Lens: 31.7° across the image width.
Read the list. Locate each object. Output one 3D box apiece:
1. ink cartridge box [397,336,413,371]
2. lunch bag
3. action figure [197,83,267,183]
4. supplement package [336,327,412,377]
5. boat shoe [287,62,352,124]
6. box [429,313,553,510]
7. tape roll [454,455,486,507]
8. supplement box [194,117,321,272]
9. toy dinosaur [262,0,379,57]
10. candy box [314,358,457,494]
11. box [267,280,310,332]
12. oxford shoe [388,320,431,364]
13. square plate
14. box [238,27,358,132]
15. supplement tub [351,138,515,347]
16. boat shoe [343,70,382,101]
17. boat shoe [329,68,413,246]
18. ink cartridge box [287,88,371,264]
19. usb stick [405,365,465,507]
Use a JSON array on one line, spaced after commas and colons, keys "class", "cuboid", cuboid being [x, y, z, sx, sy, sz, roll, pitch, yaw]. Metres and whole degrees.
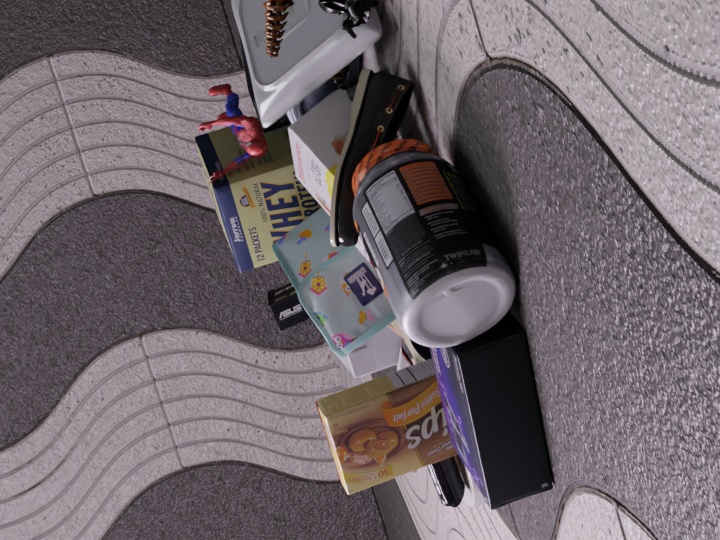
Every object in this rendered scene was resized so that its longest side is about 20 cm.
[{"class": "ink cartridge box", "cuboid": [0.073, 0.146, 1.797, 0.161, 0.050, 0.201, 21, -102, -88]}, {"class": "lunch bag", "cuboid": [0.000, 0.000, 1.629, 0.122, 0.170, 0.200, 49, -172, -43]}, {"class": "action figure", "cuboid": [-0.186, -0.186, 1.710, 0.200, 0.099, 0.065, 47, 160, 58]}, {"class": "supplement package", "cuboid": [0.013, 0.078, 1.972, 0.200, 0.119, 0.122, -149, 40, -80]}, {"class": "boat shoe", "cuboid": [-0.039, -0.254, 1.510, 0.091, 0.071, 0.201, -136, 55, -61]}, {"class": "box", "cuboid": [0.133, 0.129, 1.353, 0.141, 0.079, 0.201, -126, 19, -61]}, {"class": "tape roll", "cuboid": [0.135, 0.226, 1.737, 0.203, 0.037, 0.204, 163, 90, -83]}, {"class": "supplement box", "cuboid": [-0.109, -0.124, 1.779, 0.200, 0.199, 0.135, -120, 14, -60]}, {"class": "toy dinosaur", "cuboid": [-0.046, -0.317, 1.350, 0.102, 0.135, 0.201, -49, -16, -81]}, {"class": "candy box", "cuboid": [0.056, 0.187, 1.575, 0.055, 0.199, 0.116, -133, 26, -66]}, {"class": "box", "cuboid": [-0.038, 0.021, 1.862, 0.161, 0.199, 0.049, -121, 7, -83]}, {"class": "oxford shoe", "cuboid": [0.074, 0.061, 1.668, 0.200, 0.071, 0.074, 57, 170, 25]}, {"class": "square plate", "cuboid": [-0.074, -0.298, 1.471, 0.028, 0.198, 0.201, 17, -131, -46]}, {"class": "box", "cuboid": [-0.079, -0.274, 1.663, 0.200, 0.141, 0.079, 94, 158, -72]}, {"class": "supplement tub", "cuboid": [0.066, -0.032, 1.274, 0.123, 0.122, 0.200, 80, 170, -50]}, {"class": "boat shoe", "cuboid": [0.007, -0.180, 1.601, 0.202, 0.065, 0.075, 93, 158, -70]}, {"class": "boat shoe", "cuboid": [0.010, -0.120, 1.381, 0.074, 0.063, 0.202, 65, -141, -78]}, {"class": "ink cartridge box", "cuboid": [0.008, -0.093, 1.492, 0.200, 0.083, 0.145, 50, 168, 15]}, {"class": "usb stick", "cuboid": [0.094, 0.218, 1.653, 0.201, 0.032, 0.055, 69, -153, -22]}]
